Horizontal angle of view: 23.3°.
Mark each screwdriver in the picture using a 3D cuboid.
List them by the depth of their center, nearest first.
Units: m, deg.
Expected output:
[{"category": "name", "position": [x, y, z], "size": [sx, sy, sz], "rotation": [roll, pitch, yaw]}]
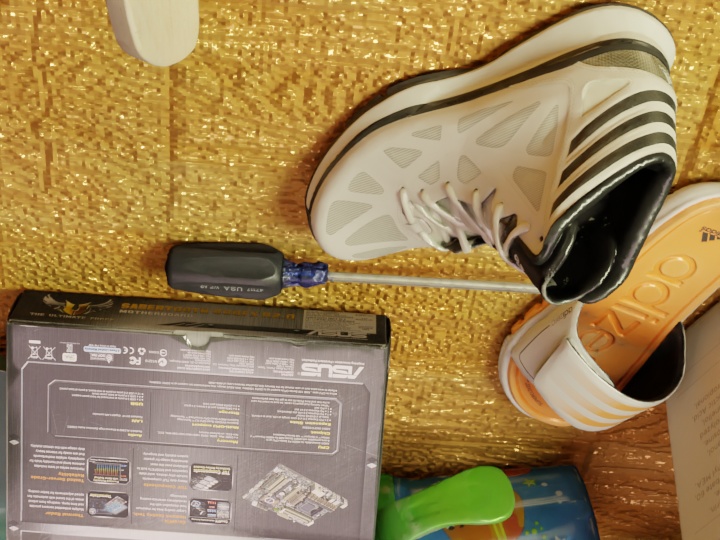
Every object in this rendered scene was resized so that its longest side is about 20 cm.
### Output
[{"category": "screwdriver", "position": [0.000, 0.000, 0.883], "size": [0.198, 0.028, 0.029], "rotation": [-1, 113, 0]}]

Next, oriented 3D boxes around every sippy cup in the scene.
[{"category": "sippy cup", "position": [0.078, 0.175, 1.024], "size": [0.129, 0.141, 0.178], "rotation": [-14, -179, 3]}]

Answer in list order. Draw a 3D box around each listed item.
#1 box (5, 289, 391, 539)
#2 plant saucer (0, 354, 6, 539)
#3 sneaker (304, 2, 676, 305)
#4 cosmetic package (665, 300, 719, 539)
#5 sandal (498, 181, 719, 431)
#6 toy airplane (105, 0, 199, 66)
[{"category": "box", "position": [-0.087, 0.098, 0.926], "size": [0.198, 0.048, 0.160], "rotation": [3, 110, -1]}, {"category": "plant saucer", "position": [-0.231, 0.101, 1.014], "size": [0.198, 0.028, 0.201], "rotation": [1, 142, 1]}, {"category": "sneaker", "position": [0.052, -0.029, 0.771], "size": [0.200, 0.116, 0.076], "rotation": [-28, 133, 32]}, {"category": "cosmetic package", "position": [0.268, 0.103, 0.861], "size": [0.164, 0.201, 0.165], "rotation": [20, 138, -21]}, {"category": "sandal", "position": [0.135, 0.034, 0.892], "size": [0.079, 0.060, 0.207], "rotation": [16, 139, -17]}, {"category": "toy airplane", "position": [-0.077, -0.185, 0.563], "size": [0.199, 0.141, 0.201], "rotation": [26, 104, -45]}]
